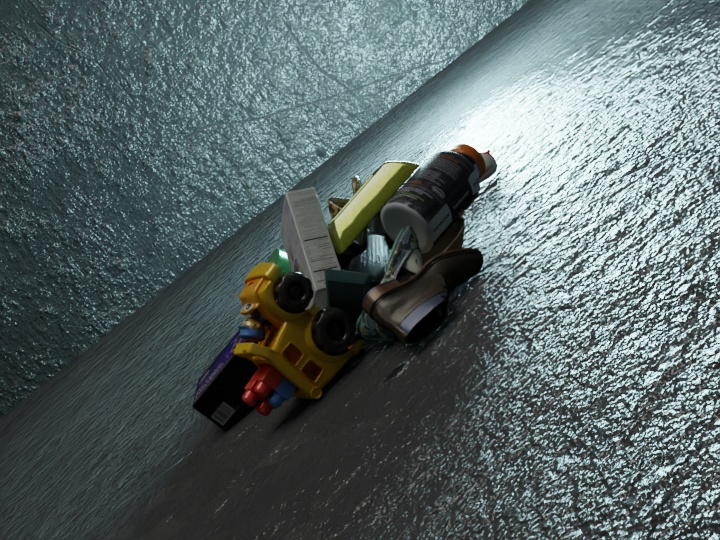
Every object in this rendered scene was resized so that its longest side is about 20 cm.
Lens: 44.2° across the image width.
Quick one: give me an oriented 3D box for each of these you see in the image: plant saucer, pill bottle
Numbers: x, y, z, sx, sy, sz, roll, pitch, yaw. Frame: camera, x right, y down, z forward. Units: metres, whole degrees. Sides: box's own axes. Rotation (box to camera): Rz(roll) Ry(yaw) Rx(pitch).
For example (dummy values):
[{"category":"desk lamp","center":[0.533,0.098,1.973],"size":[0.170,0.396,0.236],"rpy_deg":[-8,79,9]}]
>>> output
[{"category":"plant saucer","center":[-0.019,0.049,1.366],"size":[0.200,0.070,0.019],"rpy_deg":[90,-173,-67]},{"category":"plant saucer","center":[0.006,-0.116,1.558],"size":[0.200,0.048,0.200],"rpy_deg":[-49,4,-5]},{"category":"pill bottle","center":[0.129,-0.128,1.473],"size":[0.200,0.106,0.106],"rpy_deg":[-47,16,-31]},{"category":"plant saucer","center":[0.101,-0.014,1.481],"size":[0.200,0.035,0.200],"rpy_deg":[-36,15,11]}]

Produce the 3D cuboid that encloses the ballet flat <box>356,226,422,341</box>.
[{"category":"ballet flat","center":[0.063,0.024,1.347],"size":[0.074,0.074,0.201],"rpy_deg":[-16,44,58]}]

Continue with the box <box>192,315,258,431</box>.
[{"category":"box","center":[-0.199,0.160,1.547],"size":[0.200,0.079,0.141],"rpy_deg":[-50,10,6]}]

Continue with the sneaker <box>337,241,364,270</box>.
[{"category":"sneaker","center":[0.000,0.000,1.599],"size":[0.074,0.082,0.200],"rpy_deg":[-35,12,1]}]

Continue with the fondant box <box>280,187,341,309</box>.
[{"category":"fondant box","center":[-0.088,-0.024,1.584],"size":[0.058,0.201,0.144],"rpy_deg":[-11,-25,-14]}]

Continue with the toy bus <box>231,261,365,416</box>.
[{"category":"toy bus","center":[-0.125,0.113,1.347],"size":[0.192,0.200,0.136],"rpy_deg":[-52,16,-19]}]

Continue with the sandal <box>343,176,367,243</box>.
[{"category":"sandal","center":[-0.016,-0.085,1.716],"size":[0.054,0.201,0.080],"rpy_deg":[-1,37,-3]}]

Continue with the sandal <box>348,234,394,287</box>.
[{"category":"sandal","center":[0.025,-0.003,1.455],"size":[0.201,0.075,0.048],"rpy_deg":[-61,-13,-67]}]

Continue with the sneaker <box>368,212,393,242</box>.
[{"category":"sneaker","center":[0.046,-0.068,1.628],"size":[0.089,0.075,0.200],"rpy_deg":[-54,11,-14]}]

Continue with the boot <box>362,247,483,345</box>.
[{"category":"boot","center":[0.111,0.040,1.265],"size":[0.199,0.075,0.097],"rpy_deg":[-26,45,-17]}]

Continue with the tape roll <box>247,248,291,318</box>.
[{"category":"tape roll","center":[-0.175,0.058,1.746],"size":[0.200,0.048,0.201],"rpy_deg":[-160,90,-75]}]

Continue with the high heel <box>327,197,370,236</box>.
[{"category":"high heel","center":[0.024,-0.132,1.758],"size":[0.200,0.143,0.071],"rpy_deg":[-43,6,42]}]

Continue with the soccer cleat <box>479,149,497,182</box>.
[{"category":"soccer cleat","center":[0.180,-0.177,1.736],"size":[0.200,0.069,0.085],"rpy_deg":[-17,21,46]}]
